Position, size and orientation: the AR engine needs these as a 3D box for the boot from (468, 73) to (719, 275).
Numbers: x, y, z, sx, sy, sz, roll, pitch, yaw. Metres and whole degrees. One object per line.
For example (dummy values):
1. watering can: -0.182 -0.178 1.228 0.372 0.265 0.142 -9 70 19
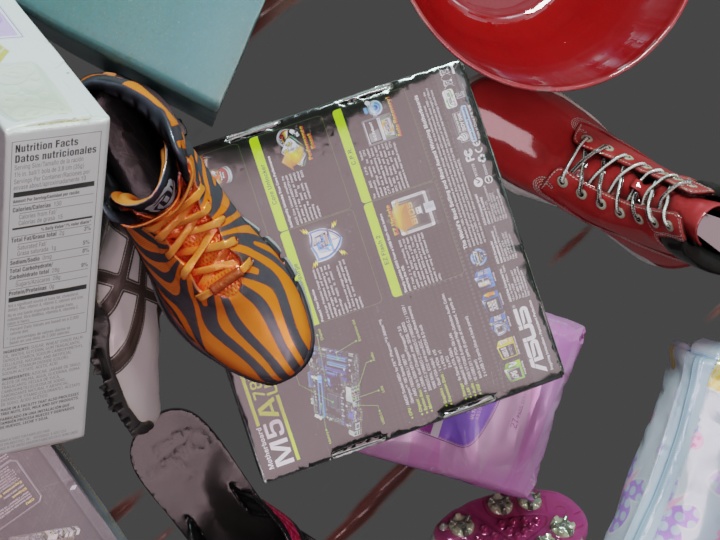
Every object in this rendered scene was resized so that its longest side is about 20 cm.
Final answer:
1. boot: 0.154 -0.062 1.021 0.199 0.144 0.073 30 89 -12

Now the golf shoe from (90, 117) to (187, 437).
1. golf shoe: -0.130 0.000 0.996 0.094 0.078 0.202 -10 98 -12

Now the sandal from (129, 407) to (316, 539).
1. sandal: -0.073 0.175 1.038 0.075 0.045 0.200 -41 102 -7

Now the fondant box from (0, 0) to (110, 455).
1. fondant box: -0.192 -0.025 0.873 0.058 0.144 0.201 -9 127 -30

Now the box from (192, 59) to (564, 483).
1. box: 0.000 0.000 0.966 0.192 0.048 0.201 -19 91 -4

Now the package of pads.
1. package of pads: 0.034 0.062 1.039 0.199 0.076 0.121 18 88 -14

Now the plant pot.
1. plant pot: -0.147 -0.194 0.948 0.199 0.141 0.142 24 89 -7

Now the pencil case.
1. pencil case: 0.212 0.147 1.081 0.090 0.083 0.201 22 88 -36

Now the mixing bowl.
1. mixing bowl: 0.102 -0.211 1.015 0.198 0.108 0.202 -1 95 -12

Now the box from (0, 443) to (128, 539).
1. box: -0.248 0.192 0.998 0.199 0.048 0.159 -35 102 -8

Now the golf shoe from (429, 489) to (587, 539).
1. golf shoe: 0.064 0.214 1.068 0.199 0.075 0.092 -26 141 -24

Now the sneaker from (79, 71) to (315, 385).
1. sneaker: -0.098 -0.019 0.879 0.077 0.112 0.200 -38 91 0
